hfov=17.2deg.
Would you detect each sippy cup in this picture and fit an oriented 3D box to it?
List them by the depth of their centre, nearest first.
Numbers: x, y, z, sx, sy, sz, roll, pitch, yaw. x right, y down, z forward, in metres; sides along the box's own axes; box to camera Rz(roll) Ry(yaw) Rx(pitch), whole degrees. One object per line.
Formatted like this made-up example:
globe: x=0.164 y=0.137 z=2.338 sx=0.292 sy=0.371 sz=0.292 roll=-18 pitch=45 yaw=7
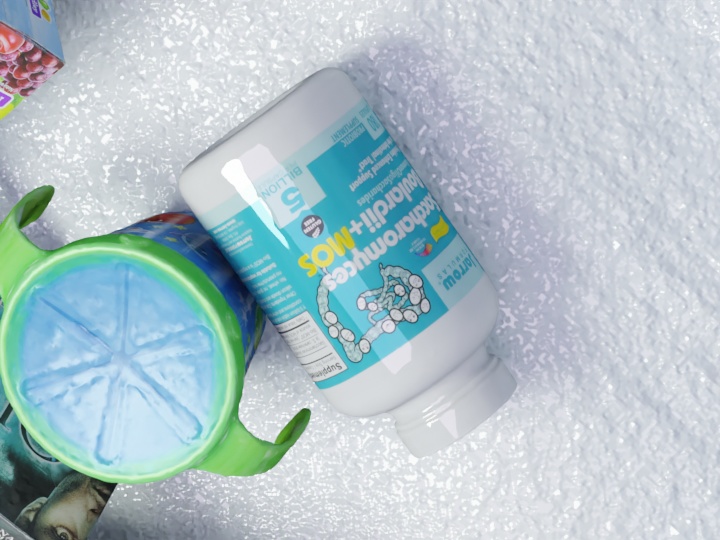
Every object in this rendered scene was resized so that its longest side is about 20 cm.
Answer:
sippy cup: x=-0.112 y=0.030 z=1.299 sx=0.139 sy=0.130 sz=0.179 roll=-11 pitch=104 yaw=19

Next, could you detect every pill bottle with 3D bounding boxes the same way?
pill bottle: x=0.000 y=0.000 z=1.270 sx=0.111 sy=0.111 sz=0.200 roll=-33 pitch=97 yaw=22

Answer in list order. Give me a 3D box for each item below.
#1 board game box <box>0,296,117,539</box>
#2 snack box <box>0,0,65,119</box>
board game box: x=-0.211 y=0.058 z=1.309 sx=0.200 sy=0.136 sz=0.028 roll=42 pitch=140 yaw=-19
snack box: x=-0.258 y=-0.123 z=1.272 sx=0.200 sy=0.169 sz=0.068 roll=-36 pitch=138 yaw=22
